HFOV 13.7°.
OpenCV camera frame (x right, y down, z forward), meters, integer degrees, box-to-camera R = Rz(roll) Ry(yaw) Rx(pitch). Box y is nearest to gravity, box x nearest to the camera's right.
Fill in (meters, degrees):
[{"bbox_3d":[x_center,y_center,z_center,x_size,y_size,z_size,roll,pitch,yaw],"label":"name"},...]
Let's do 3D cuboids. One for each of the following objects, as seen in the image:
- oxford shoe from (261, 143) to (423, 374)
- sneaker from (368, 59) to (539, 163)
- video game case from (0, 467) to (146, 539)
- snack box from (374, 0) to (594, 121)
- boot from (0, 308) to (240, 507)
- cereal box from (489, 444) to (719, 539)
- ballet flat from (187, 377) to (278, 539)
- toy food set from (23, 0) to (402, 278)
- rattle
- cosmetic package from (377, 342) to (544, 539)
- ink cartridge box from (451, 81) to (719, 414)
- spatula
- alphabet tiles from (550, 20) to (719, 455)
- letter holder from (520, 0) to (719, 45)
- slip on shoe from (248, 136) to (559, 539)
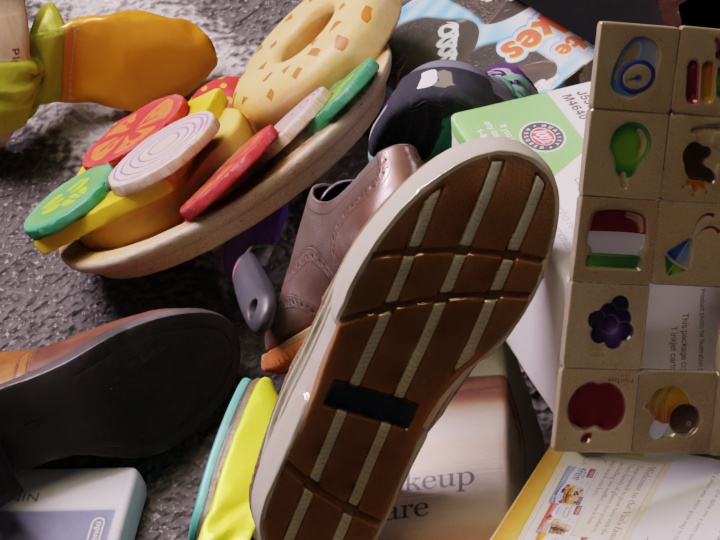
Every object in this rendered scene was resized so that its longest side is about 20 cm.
[{"bbox_3d":[0.000,0.000,1.353,0.071,0.200,0.073,-4,75,-22],"label":"oxford shoe"},{"bbox_3d":[0.049,-0.068,1.376,0.074,0.200,0.088,1,69,11],"label":"sneaker"},{"bbox_3d":[-0.204,0.171,1.359,0.181,0.023,0.201,-2,46,16],"label":"video game case"},{"bbox_3d":[0.098,-0.130,1.546,0.200,0.037,0.116,-38,46,-19],"label":"snack box"},{"bbox_3d":[-0.177,0.049,1.452,0.188,0.069,0.200,-32,29,-21],"label":"boot"},{"bbox_3d":[0.140,0.133,1.150,0.199,0.040,0.144,10,40,27],"label":"cereal box"},{"bbox_3d":[-0.057,0.139,1.324,0.067,0.067,0.201,20,56,7],"label":"ballet flat"},{"bbox_3d":[-0.068,-0.065,1.474,0.199,0.049,0.198,-24,21,25],"label":"toy food set"},{"bbox_3d":[-0.192,-0.138,1.631,0.142,0.131,0.200,-26,17,-23],"label":"rattle"},{"bbox_3d":[0.025,0.129,1.279,0.103,0.087,0.201,-10,44,10],"label":"cosmetic package"},{"bbox_3d":[0.155,-0.019,1.265,0.199,0.084,0.146,-15,39,-15],"label":"ink cartridge box"},{"bbox_3d":[-0.050,-0.002,1.411,0.020,0.057,0.200,21,12,-7],"label":"spatula"},{"bbox_3d":[0.176,-0.008,1.184,0.199,0.168,0.008,3,9,-19],"label":"alphabet tiles"},{"bbox_3d":[0.146,-0.191,1.475,0.142,0.101,0.200,-31,36,-16],"label":"letter holder"},{"bbox_3d":[0.014,0.028,1.211,0.076,0.201,0.061,19,21,-16],"label":"slip on shoe"}]
